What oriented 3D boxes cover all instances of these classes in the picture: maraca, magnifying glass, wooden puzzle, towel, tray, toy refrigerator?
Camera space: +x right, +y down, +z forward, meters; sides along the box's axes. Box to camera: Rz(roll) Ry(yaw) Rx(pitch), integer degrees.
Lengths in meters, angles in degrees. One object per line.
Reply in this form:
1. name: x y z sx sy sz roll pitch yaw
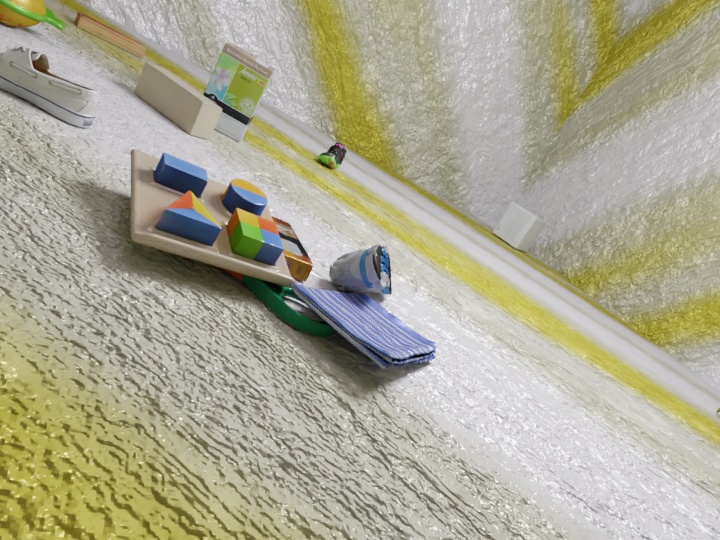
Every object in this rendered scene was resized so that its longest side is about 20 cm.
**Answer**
1. maraca: -0.721 -0.568 1.115 0.137 0.107 0.199 45 15 13
2. magnifying glass: -0.114 0.015 0.607 0.198 0.023 0.080 33 15 1
3. wooden puzzle: -0.168 -0.071 0.612 0.183 0.047 0.201 19 26 -36
4. towel: 0.014 0.063 0.638 0.144 0.024 0.199 36 8 21
5. tray: -0.789 -0.746 1.675 0.197 0.037 0.099 17 20 -39
6. toy refrigerator: -0.402 -0.375 1.170 0.199 0.077 0.070 36 16 20

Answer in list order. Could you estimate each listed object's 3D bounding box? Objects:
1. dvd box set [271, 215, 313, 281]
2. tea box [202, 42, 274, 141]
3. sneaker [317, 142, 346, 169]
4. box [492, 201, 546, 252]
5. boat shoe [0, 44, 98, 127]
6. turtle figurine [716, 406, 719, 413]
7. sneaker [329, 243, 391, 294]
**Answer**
1. dvd box set: -0.169 -0.060 0.712 0.197 0.030 0.147 22 18 -30
2. tea box: -0.323 -0.467 1.376 0.132 0.199 0.201 25 17 -17
3. sneaker: -0.093 -0.399 1.809 0.076 0.085 0.200 28 15 -4
4. box: 0.858 -0.231 2.855 0.171 0.202 0.197 41 18 30
5. boat shoe: -0.476 -0.286 0.762 0.197 0.071 0.071 28 15 -11
6. turtle figurine: 1.095 0.433 1.486 0.161 0.065 0.198 41 18 32
7. sneaker: 0.000 0.000 0.781 0.085 0.077 0.200 -8 -7 10
